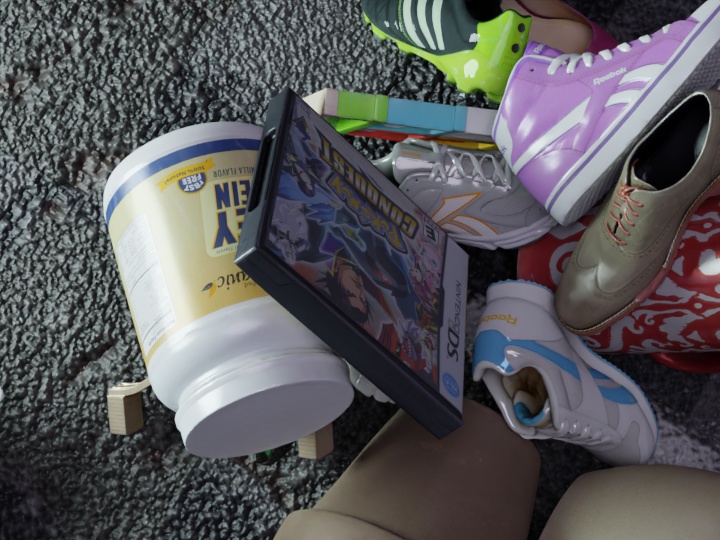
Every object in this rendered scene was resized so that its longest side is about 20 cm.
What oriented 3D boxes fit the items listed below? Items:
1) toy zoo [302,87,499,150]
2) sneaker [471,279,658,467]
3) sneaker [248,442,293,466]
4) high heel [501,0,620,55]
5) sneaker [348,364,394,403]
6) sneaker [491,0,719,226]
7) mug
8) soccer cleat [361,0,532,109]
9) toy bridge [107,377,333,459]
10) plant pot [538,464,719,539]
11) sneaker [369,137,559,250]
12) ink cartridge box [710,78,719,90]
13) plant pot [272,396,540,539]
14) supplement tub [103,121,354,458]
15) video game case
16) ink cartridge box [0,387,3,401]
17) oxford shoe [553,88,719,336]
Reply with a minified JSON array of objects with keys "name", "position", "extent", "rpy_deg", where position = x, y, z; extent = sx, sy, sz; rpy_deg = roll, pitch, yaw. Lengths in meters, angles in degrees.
[{"name":"toy zoo","position":[0.054,-0.112,1.193],"extent":[0.197,0.131,0.021],"rpy_deg":[6,90,-15]},{"name":"sneaker","position":[0.148,0.096,1.159],"extent":[0.200,0.076,0.081],"rpy_deg":[43,52,-29]},{"name":"sneaker","position":[-0.099,0.055,1.222],"extent":[0.084,0.078,0.202],"rpy_deg":[-17,83,12]},{"name":"high heel","position":[0.138,-0.204,1.231],"extent":[0.198,0.096,0.068],"rpy_deg":[23,69,0]},{"name":"sneaker","position":[0.000,0.000,1.193],"extent":[0.090,0.078,0.201],"rpy_deg":[-49,67,29]},{"name":"sneaker","position":[0.173,-0.141,1.087],"extent":[0.200,0.072,0.115],"rpy_deg":[-45,71,15]},{"name":"mug","position":[0.247,0.003,1.164],"extent":[0.176,0.199,0.135],"rpy_deg":[12,81,-44]},{"name":"soccer cleat","position":[0.067,-0.192,1.196],"extent":[0.067,0.200,0.082],"rpy_deg":[11,109,-35]},{"name":"toy bridge","position":[-0.106,0.097,1.177],"extent":[0.198,0.027,0.068],"rpy_deg":[3,102,30]},{"name":"plant pot","position":[0.203,0.225,1.163],"extent":[0.133,0.200,0.202],"rpy_deg":[26,84,21]},{"name":"sneaker","position":[0.071,-0.064,1.176],"extent":[0.198,0.092,0.076],"rpy_deg":[-14,46,30]},{"name":"ink cartridge box","position":[0.314,-0.096,1.179],"extent":[0.146,0.200,0.083],"rpy_deg":[35,84,2]},{"name":"plant pot","position":[0.051,0.193,1.165],"extent":[0.199,0.201,0.176],"rpy_deg":[30,65,1]},{"name":"supplement tub","position":[-0.090,0.014,1.091],"extent":[0.143,0.145,0.202],"rpy_deg":[-18,67,-4]},{"name":"video game case","position":[0.002,-0.008,1.078],"extent":[0.025,0.182,0.200],"rpy_deg":[-33,119,29]},{"name":"ink cartridge box","position":[-0.365,0.148,1.198],"extent":[0.115,0.068,0.201],"rpy_deg":[33,85,1]},{"name":"oxford shoe","position":[0.187,-0.043,1.067],"extent":[0.070,0.074,0.201],"rpy_deg":[44,109,34]}]
